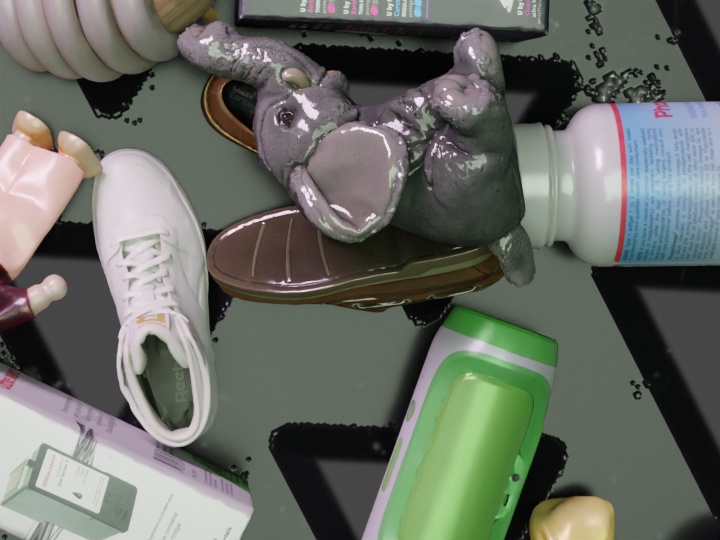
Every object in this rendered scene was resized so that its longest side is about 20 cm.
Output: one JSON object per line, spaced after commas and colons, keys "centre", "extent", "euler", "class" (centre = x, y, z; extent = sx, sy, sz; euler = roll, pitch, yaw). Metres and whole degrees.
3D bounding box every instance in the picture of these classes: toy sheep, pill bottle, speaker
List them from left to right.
{"centre": [-0.176, -0.187, 1.704], "extent": [0.199, 0.138, 0.139], "euler": [-4, 93, 26], "class": "toy sheep"}
{"centre": [0.064, 0.130, 1.748], "extent": [0.088, 0.088, 0.201], "euler": [20, 91, -5], "class": "speaker"}
{"centre": [0.198, -0.057, 1.745], "extent": [0.199, 0.109, 0.109], "euler": [-1, 93, -5], "class": "pill bottle"}

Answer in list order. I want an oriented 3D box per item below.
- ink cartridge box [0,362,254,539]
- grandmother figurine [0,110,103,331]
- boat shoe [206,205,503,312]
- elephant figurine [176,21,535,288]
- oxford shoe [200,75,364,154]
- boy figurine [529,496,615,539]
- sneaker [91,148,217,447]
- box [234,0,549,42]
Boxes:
{"centre": [-0.176, 0.139, 1.707], "extent": [0.199, 0.146, 0.084], "euler": [26, 91, -4], "class": "ink cartridge box"}
{"centre": [-0.244, -0.003, 1.703], "extent": [0.121, 0.061, 0.200], "euler": [22, 68, 28], "class": "grandmother figurine"}
{"centre": [0.000, 0.000, 1.748], "extent": [0.199, 0.068, 0.072], "euler": [-4, 57, 12], "class": "boat shoe"}
{"centre": [-0.003, -0.075, 1.668], "extent": [0.199, 0.142, 0.156], "euler": [-10, 53, 2], "class": "elephant figurine"}
{"centre": [-0.011, -0.080, 1.748], "extent": [0.199, 0.071, 0.072], "euler": [20, 89, -7], "class": "oxford shoe"}
{"centre": [0.120, 0.246, 1.767], "extent": [0.124, 0.064, 0.201], "euler": [13, 90, -39], "class": "boy figurine"}
{"centre": [-0.131, 0.017, 1.720], "extent": [0.073, 0.116, 0.201], "euler": [-14, 92, -2], "class": "sneaker"}
{"centre": [0.020, -0.207, 1.717], "extent": [0.199, 0.122, 0.107], "euler": [2, 92, -5], "class": "box"}
